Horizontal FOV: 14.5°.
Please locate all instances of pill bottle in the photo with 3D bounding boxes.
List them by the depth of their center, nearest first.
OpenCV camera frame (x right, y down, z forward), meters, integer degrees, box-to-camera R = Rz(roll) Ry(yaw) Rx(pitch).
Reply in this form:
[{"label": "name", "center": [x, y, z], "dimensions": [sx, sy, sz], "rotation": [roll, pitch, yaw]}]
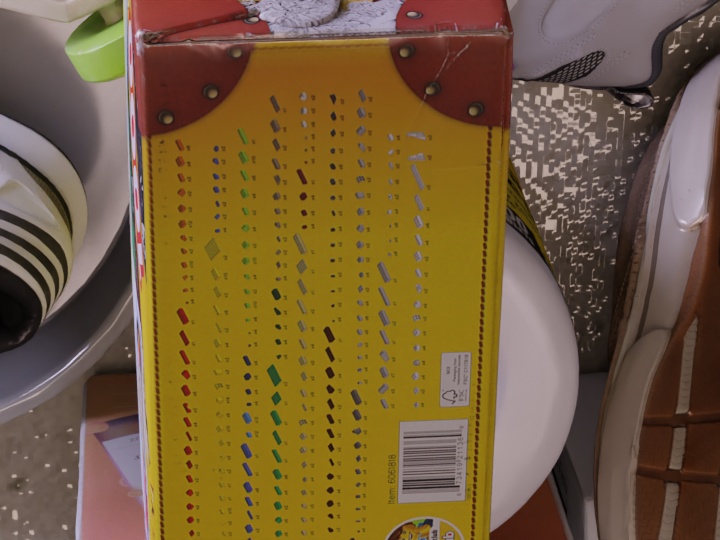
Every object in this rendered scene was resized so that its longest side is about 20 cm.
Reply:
[{"label": "pill bottle", "center": [0.000, 0.000, 0.873], "dimensions": [0.112, 0.200, 0.113], "rotation": [-2, 111, -4]}]

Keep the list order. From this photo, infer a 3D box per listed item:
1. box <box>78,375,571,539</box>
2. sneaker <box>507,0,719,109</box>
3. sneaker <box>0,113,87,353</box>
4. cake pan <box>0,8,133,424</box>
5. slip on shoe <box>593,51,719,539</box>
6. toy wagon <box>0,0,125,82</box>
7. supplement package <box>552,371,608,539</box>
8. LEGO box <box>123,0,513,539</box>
[{"label": "box", "center": [-0.013, 0.115, 0.905], "dimensions": [0.151, 0.200, 0.107], "rotation": [-3, 110, -4]}, {"label": "sneaker", "center": [0.095, -0.146, 0.900], "dimensions": [0.139, 0.078, 0.201], "rotation": [14, 117, -11]}, {"label": "sneaker", "center": [-0.176, -0.033, 0.835], "dimensions": [0.200, 0.115, 0.076], "rotation": [22, 107, -9]}, {"label": "cake pan", "center": [-0.157, -0.042, 0.914], "dimensions": [0.199, 0.037, 0.201], "rotation": [-1, 109, -2]}, {"label": "slip on shoe", "center": [0.107, 0.021, 0.904], "dimensions": [0.076, 0.061, 0.201], "rotation": [20, 63, -21]}, {"label": "toy wagon", "center": [-0.044, -0.143, 0.691], "dimensions": [0.199, 0.040, 0.156], "rotation": [-27, 115, 11]}, {"label": "supplement package", "center": [0.125, 0.142, 0.981], "dimensions": [0.113, 0.110, 0.201], "rotation": [-6, 110, -3]}, {"label": "LEGO box", "center": [-0.015, -0.005, 0.661], "dimensions": [0.077, 0.149, 0.201], "rotation": [-2, 123, -5]}]
